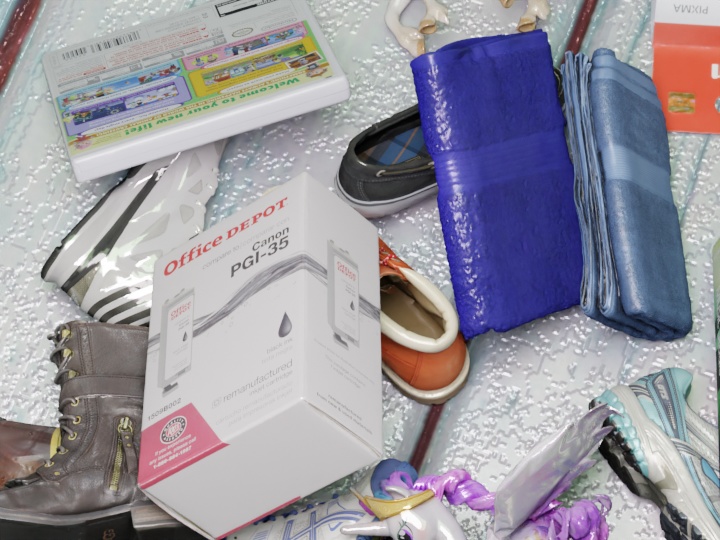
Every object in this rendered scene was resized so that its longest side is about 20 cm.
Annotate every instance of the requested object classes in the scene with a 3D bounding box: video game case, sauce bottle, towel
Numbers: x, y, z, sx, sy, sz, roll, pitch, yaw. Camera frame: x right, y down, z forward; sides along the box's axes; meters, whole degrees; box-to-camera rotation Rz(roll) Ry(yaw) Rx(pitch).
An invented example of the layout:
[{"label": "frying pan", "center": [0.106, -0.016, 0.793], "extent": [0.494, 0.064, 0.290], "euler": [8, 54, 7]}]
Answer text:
[{"label": "video game case", "center": [-0.121, -0.139, 1.805], "extent": [0.200, 0.022, 0.182], "euler": [-17, 32, -5]}, {"label": "sauce bottle", "center": [-0.204, 0.145, 1.739], "extent": [0.200, 0.066, 0.066], "euler": [27, 73, 8]}, {"label": "towel", "center": [0.094, -0.062, 1.745], "extent": [0.050, 0.148, 0.200], "euler": [-8, 95, 40]}, {"label": "towel", "center": [0.186, -0.051, 1.778], "extent": [0.049, 0.112, 0.200], "euler": [-16, 69, 28]}]

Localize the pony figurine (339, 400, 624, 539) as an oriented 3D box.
[{"label": "pony figurine", "center": [0.111, 0.182, 1.649], "extent": [0.193, 0.167, 0.200], "euler": [-34, 80, -2]}]

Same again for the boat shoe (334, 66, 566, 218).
[{"label": "boat shoe", "center": [0.072, -0.101, 1.807], "extent": [0.200, 0.057, 0.069], "euler": [-28, 64, -20]}]

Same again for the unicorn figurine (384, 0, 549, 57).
[{"label": "unicorn figurine", "center": [0.054, -0.232, 1.869], "extent": [0.200, 0.074, 0.137], "euler": [-6, 60, -15]}]

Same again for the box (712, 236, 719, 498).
[{"label": "box", "center": [0.316, 0.071, 1.731], "extent": [0.144, 0.036, 0.200], "euler": [8, 57, -9]}]

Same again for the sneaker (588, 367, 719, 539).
[{"label": "sneaker", "center": [0.243, 0.149, 1.719], "extent": [0.086, 0.078, 0.200], "euler": [-30, 72, -12]}]

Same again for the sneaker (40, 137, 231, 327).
[{"label": "sneaker", "center": [-0.125, -0.032, 1.809], "extent": [0.115, 0.076, 0.201], "euler": [42, 73, -3]}]

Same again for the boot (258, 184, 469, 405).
[{"label": "boot", "center": [0.000, 0.000, 1.764], "extent": [0.200, 0.107, 0.075], "euler": [43, 78, 16]}]

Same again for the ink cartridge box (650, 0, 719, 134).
[{"label": "ink cartridge box", "center": [0.297, -0.200, 1.857], "extent": [0.162, 0.057, 0.200], "euler": [3, 66, 3]}]

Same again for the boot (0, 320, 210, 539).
[{"label": "boot", "center": [-0.192, 0.111, 1.691], "extent": [0.200, 0.069, 0.174], "euler": [2, 54, -19]}]

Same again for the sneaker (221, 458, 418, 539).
[{"label": "sneaker", "center": [-0.049, 0.188, 1.714], "extent": [0.088, 0.075, 0.200], "euler": [43, 76, 15]}]

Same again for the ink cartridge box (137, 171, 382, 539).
[{"label": "ink cartridge box", "center": [-0.065, 0.055, 1.656], "extent": [0.146, 0.083, 0.200], "euler": [-30, 41, 28]}]
